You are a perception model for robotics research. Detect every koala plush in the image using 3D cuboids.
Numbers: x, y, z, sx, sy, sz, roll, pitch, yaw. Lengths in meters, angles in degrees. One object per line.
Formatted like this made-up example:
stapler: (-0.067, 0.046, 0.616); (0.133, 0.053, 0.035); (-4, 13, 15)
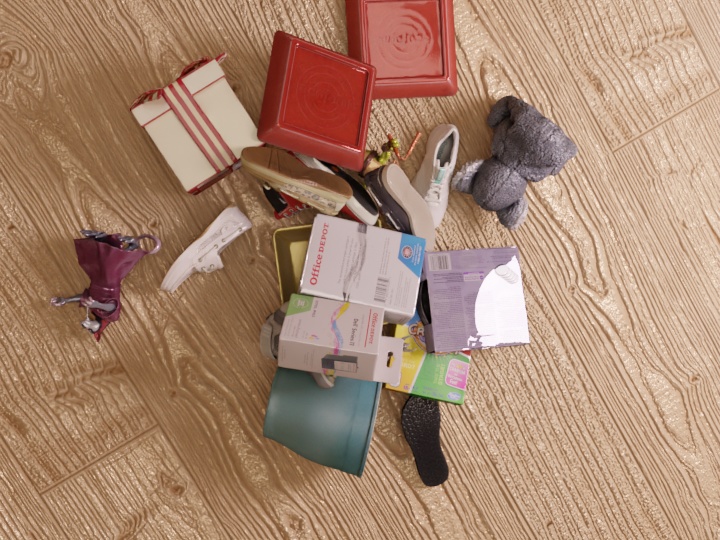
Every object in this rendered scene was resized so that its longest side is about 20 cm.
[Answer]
koala plush: (0.272, -0.189, 1.462); (0.177, 0.184, 0.200); (39, 101, -7)

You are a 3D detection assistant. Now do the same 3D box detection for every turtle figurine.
turtle figurine: (0.011, -0.204, 1.469); (0.161, 0.064, 0.200); (34, 119, -1)

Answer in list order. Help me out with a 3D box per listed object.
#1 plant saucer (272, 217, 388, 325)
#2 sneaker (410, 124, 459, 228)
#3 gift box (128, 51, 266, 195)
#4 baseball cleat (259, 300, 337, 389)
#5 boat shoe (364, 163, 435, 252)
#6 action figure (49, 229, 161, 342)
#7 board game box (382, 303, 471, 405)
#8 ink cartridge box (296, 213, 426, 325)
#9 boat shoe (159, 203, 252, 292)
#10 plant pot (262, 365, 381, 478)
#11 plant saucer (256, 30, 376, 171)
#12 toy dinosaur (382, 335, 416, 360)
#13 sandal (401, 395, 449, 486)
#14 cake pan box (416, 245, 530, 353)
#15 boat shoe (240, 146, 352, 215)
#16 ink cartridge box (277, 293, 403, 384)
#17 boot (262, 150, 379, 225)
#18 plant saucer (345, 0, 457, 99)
plant saucer: (-0.051, 0.010, 1.491); (0.200, 0.048, 0.200); (-7, 94, -6)
sneaker: (0.137, -0.169, 1.478); (0.075, 0.088, 0.200); (10, 97, -8)
gift box: (-0.268, -0.253, 1.379); (0.184, 0.200, 0.187); (-34, 95, -8)
baseball cleat: (-0.110, 0.143, 1.397); (0.106, 0.200, 0.070); (-34, 135, 5)
boat shoe: (0.072, -0.108, 1.448); (0.200, 0.063, 0.073); (55, 45, -35)
action figure: (-0.454, 0.028, 1.442); (0.149, 0.134, 0.200); (-10, 113, -47)
board game box: (0.128, 0.134, 1.491); (0.153, 0.040, 0.200); (13, 77, -11)
ink cartridge box: (0.000, 0.000, 1.411); (0.200, 0.084, 0.145); (13, 73, -7)
boat shoe: (-0.274, -0.027, 1.452); (0.069, 0.071, 0.200); (43, 87, -5)
plant pot: (-0.070, 0.249, 1.439); (0.188, 0.200, 0.200); (11, 93, 0)
plant saucer: (-0.063, -0.290, 1.371); (0.199, 0.037, 0.200); (14, 76, -26)
toy dinosaur: (-0.012, 0.117, 1.435); (0.200, 0.102, 0.077); (30, 114, 30)
sandal: (0.118, 0.314, 1.535); (0.075, 0.048, 0.201); (-12, 108, -6)
cake pan box: (0.202, 0.054, 1.478); (0.200, 0.052, 0.185); (-5, 79, -15)
boat shoe: (-0.112, -0.143, 1.344); (0.200, 0.073, 0.063); (21, 127, -21)
ink cartridge box: (-0.026, 0.111, 1.321); (0.200, 0.117, 0.067); (9, 128, 0)
boot: (-0.075, -0.118, 1.453); (0.200, 0.072, 0.144); (41, 113, 4)
plant saucer: (0.078, -0.417, 1.476); (0.199, 0.037, 0.200); (-4, 95, -6)
